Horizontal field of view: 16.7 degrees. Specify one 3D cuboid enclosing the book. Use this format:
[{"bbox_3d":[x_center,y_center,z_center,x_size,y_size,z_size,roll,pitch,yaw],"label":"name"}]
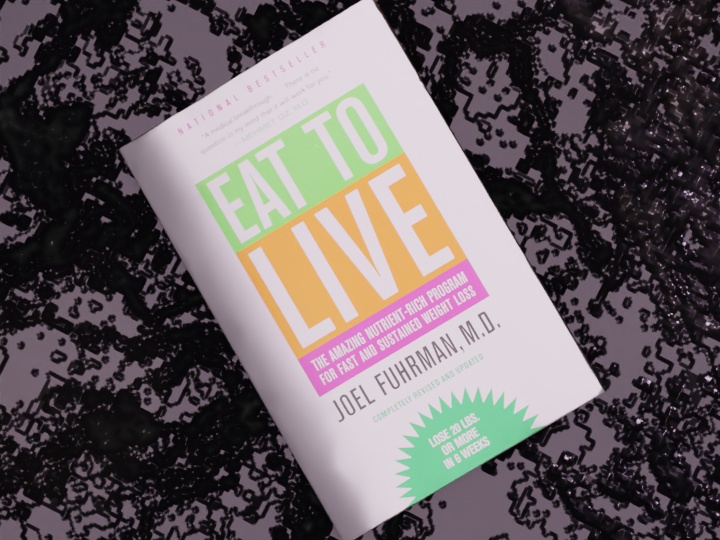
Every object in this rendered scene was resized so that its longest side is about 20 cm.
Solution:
[{"bbox_3d":[0.000,0.000,1.083,0.133,0.048,0.200,-31,89,2],"label":"book"}]
